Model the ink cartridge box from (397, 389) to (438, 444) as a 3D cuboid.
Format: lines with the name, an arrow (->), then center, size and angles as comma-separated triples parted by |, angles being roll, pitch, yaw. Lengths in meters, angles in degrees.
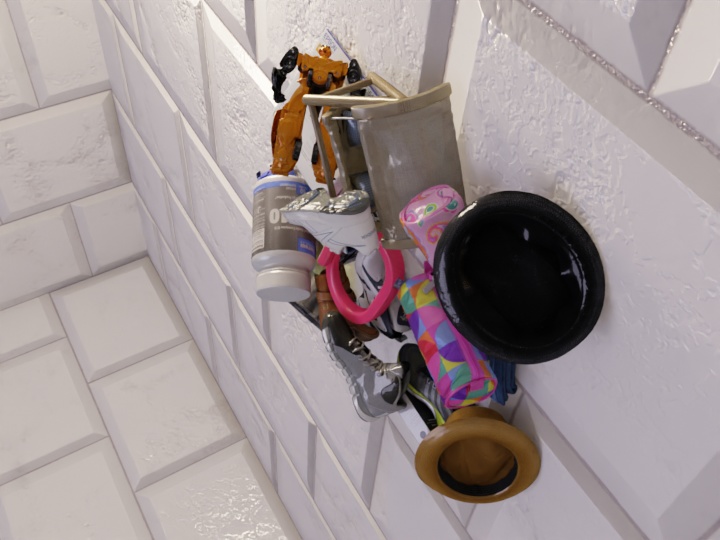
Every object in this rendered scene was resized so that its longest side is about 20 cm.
ink cartridge box -> 0.114, 0.248, 1.284 | 0.039, 0.099, 0.201 | -47, 61, 25

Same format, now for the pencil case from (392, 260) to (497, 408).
pencil case -> 0.117, 0.090, 1.051 | 0.089, 0.088, 0.201 | 103, 149, -55

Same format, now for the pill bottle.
pill bottle -> -0.133, -0.054, 1.320 | 0.114, 0.113, 0.202 | 132, 139, -66

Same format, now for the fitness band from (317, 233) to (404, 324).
fitness band -> 0.000, 0.000, 1.213 | 0.144, 0.037, 0.200 | 50, 141, 16

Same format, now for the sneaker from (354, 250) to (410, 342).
sneaker -> 0.055, 0.040, 1.260 | 0.129, 0.079, 0.200 | 40, 138, 33

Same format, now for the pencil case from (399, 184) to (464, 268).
pencil case -> 0.129, -0.010, 0.969 | 0.201, 0.087, 0.087 | 56, 163, -23

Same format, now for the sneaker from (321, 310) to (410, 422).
sneaker -> 0.022, 0.145, 1.241 | 0.115, 0.075, 0.201 | -19, 102, 30

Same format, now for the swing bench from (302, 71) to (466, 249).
swing bench -> 0.037, -0.149, 1.032 | 0.200, 0.129, 0.200 | 31, 141, 55

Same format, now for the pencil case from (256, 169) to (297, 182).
pencil case -> -0.144, -0.120, 1.547 | 0.078, 0.087, 0.202 | -15, 98, 46

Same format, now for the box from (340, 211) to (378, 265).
box -> -0.030, -0.108, 1.340 | 0.159, 0.049, 0.200 | 65, 158, 8

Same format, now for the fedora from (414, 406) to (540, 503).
fedora -> 0.174, 0.267, 1.140 | 0.082, 0.199, 0.202 | -81, -10, -50

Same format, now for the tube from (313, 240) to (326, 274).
tube -> -0.065, -0.006, 1.455 | 0.200, 0.051, 0.059 | 50, -135, -58

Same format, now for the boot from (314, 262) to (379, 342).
boot -> -0.030, 0.063, 1.389 | 0.076, 0.200, 0.157 | -12, 96, 24

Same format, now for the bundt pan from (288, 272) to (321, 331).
bundt pan -> -0.101, 0.051, 1.546 | 0.202, 0.076, 0.202 | 40, 172, 7

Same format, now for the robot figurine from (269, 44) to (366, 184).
robot figurine -> -0.071, -0.237, 1.144 | 0.058, 0.144, 0.202 | -120, 42, -86

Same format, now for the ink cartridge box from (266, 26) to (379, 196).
ink cartridge box -> -0.048, -0.246, 1.218 | 0.200, 0.043, 0.197 | -49, 61, 30

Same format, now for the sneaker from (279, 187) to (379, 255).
sneaker -> -0.047, -0.063, 1.055 | 0.199, 0.074, 0.088 | 18, 136, 56

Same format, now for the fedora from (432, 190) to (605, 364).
fedora -> 0.182, 0.004, 0.879 | 0.092, 0.199, 0.202 | -47, -63, -76

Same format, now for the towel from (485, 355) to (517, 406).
towel -> 0.153, 0.107, 1.128 | 0.200, 0.048, 0.113 | 37, 142, 52

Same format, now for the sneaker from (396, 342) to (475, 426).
sneaker -> 0.135, 0.192, 1.237 | 0.200, 0.074, 0.081 | 50, 146, 21
